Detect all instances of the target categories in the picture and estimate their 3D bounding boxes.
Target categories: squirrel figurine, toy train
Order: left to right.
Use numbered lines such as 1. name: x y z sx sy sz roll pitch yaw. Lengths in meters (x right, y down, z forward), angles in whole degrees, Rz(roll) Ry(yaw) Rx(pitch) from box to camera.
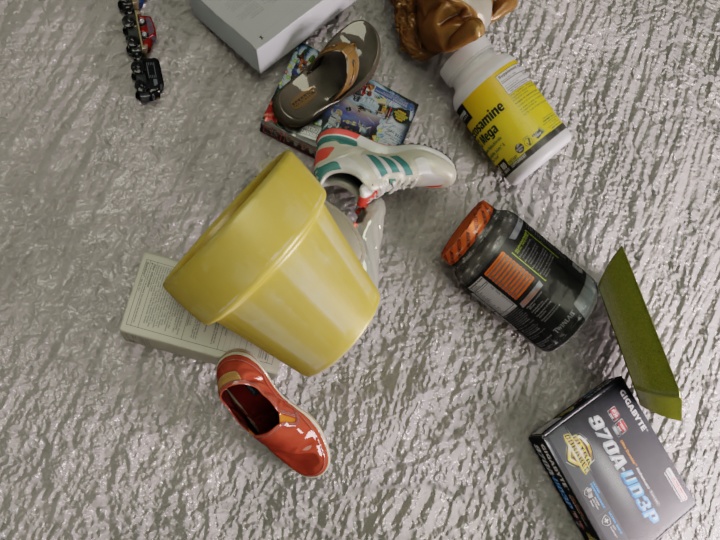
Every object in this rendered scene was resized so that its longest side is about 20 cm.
1. toy train: -0.303 -0.328 0.938 0.045 0.034 0.205 -10 79 -19
2. squirrel figurine: 0.100 -0.413 0.969 0.141 0.198 0.189 -42 111 -34

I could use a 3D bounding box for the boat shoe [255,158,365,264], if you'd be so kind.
1. boat shoe: -0.071 -0.061 0.885 0.200 0.060 0.071 45 43 19

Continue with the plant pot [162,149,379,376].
1. plant pot: -0.084 0.005 0.758 0.189 0.200 0.202 44 70 -15

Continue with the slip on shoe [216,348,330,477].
1. slip on shoe: -0.105 0.183 0.812 0.073 0.062 0.202 -28 115 14

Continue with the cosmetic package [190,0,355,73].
1. cosmetic package: -0.121 -0.393 0.971 0.150 0.052 0.199 41 70 18

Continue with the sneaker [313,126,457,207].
1. sneaker: 0.030 -0.120 0.900 0.194 0.071 0.096 13 64 -6

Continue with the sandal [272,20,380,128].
1. sandal: -0.042 -0.275 0.934 0.199 0.055 0.082 -42 88 -19

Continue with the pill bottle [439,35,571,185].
1. pill bottle: 0.207 -0.237 0.997 0.111 0.113 0.202 -35 86 -19

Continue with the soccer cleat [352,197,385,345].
1. soccer cleat: 0.000 0.000 0.916 0.076 0.069 0.204 24 79 -12

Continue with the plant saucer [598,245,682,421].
1. plant saucer: 0.372 0.097 0.918 0.047 0.199 0.205 -20 64 17

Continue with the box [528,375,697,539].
1. box: 0.346 0.275 0.936 0.156 0.046 0.203 -27 83 -18

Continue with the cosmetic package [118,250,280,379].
1. cosmetic package: -0.186 0.059 0.848 0.195 0.073 0.106 18 72 -9

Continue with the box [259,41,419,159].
1. box: -0.029 -0.219 0.974 0.196 0.040 0.140 25 73 -7

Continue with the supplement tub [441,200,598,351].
1. supplement tub: 0.214 0.005 0.933 0.199 0.123 0.123 39 71 -2
